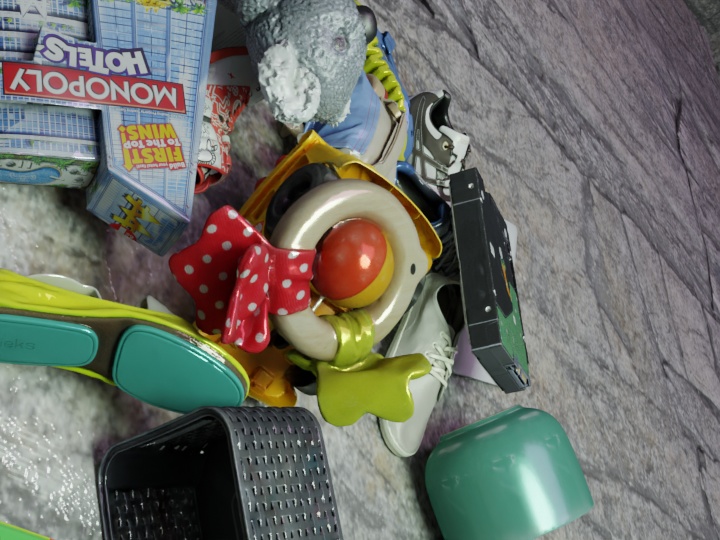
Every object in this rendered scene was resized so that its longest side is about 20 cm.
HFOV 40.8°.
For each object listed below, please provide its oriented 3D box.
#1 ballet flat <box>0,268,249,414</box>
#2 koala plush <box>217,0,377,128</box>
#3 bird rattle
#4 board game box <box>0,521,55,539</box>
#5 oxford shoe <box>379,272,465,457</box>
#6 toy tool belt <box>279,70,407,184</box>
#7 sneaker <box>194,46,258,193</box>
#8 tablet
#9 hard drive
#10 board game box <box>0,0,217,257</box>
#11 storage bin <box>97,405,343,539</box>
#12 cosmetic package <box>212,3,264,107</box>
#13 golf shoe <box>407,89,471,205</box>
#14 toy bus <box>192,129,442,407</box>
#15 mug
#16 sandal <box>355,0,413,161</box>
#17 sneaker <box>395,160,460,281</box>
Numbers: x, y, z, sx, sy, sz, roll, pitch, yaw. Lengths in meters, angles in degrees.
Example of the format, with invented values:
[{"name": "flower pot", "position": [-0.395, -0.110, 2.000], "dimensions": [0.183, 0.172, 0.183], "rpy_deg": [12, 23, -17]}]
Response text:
[{"name": "ballet flat", "position": [-0.167, 0.040, 0.645], "dimensions": [0.196, 0.068, 0.068], "rpy_deg": [16, 32, -19]}, {"name": "koala plush", "position": [-0.057, -0.219, 0.820], "dimensions": [0.177, 0.180, 0.204], "rpy_deg": [-51, 128, -77]}, {"name": "bird rattle", "position": [-0.029, 0.009, 0.691], "dimensions": [0.200, 0.112, 0.164], "rpy_deg": [44, 75, -28]}, {"name": "board game box", "position": [-0.215, 0.236, 0.505], "dimensions": [0.101, 0.047, 0.203], "rpy_deg": [36, 43, -39]}, {"name": "oxford shoe", "position": [0.068, 0.090, 0.981], "dimensions": [0.075, 0.057, 0.203], "rpy_deg": [42, 56, -37]}, {"name": "toy tool belt", "position": [-0.020, -0.154, 0.976], "dimensions": [0.123, 0.123, 0.203], "rpy_deg": [46, 36, -41]}, {"name": "sneaker", "position": [-0.133, -0.127, 0.838], "dimensions": [0.200, 0.067, 0.109], "rpy_deg": [-25, 87, -53]}, {"name": "tablet", "position": [0.149, 0.030, 1.151], "dimensions": [0.129, 0.013, 0.204], "rpy_deg": [21, 72, -49]}, {"name": "hard drive", "position": [0.136, 0.013, 1.021], "dimensions": [0.140, 0.037, 0.204], "rpy_deg": [46, 34, -58]}, {"name": "board game box", "position": [-0.191, -0.116, 0.694], "dimensions": [0.197, 0.062, 0.204], "rpy_deg": [2, 66, -32]}, {"name": "storage bin", "position": [-0.086, 0.201, 0.634], "dimensions": [0.093, 0.134, 0.204], "rpy_deg": [10, 62, -52]}, {"name": "cosmetic package", "position": [-0.116, -0.279, 0.948], "dimensions": [0.202, 0.084, 0.108], "rpy_deg": [57, 36, -16]}, {"name": "golf shoe", "position": [0.091, -0.118, 1.140], "dimensions": [0.077, 0.093, 0.204], "rpy_deg": [-3, 74, -57]}, {"name": "toy bus", "position": [-0.059, -0.016, 0.818], "dimensions": [0.135, 0.200, 0.192], "rpy_deg": [40, 4, -35]}, {"name": "mug", "position": [0.131, 0.206, 0.962], "dimensions": [0.150, 0.185, 0.116], "rpy_deg": [-15, 78, -33]}, {"name": "sandal", "position": [0.023, -0.215, 1.121], "dimensions": [0.087, 0.078, 0.204], "rpy_deg": [7, 66, -58]}, {"name": "sneaker", "position": [0.073, -0.035, 1.049], "dimensions": [0.077, 0.085, 0.201], "rpy_deg": [-41, 101, -19]}]
